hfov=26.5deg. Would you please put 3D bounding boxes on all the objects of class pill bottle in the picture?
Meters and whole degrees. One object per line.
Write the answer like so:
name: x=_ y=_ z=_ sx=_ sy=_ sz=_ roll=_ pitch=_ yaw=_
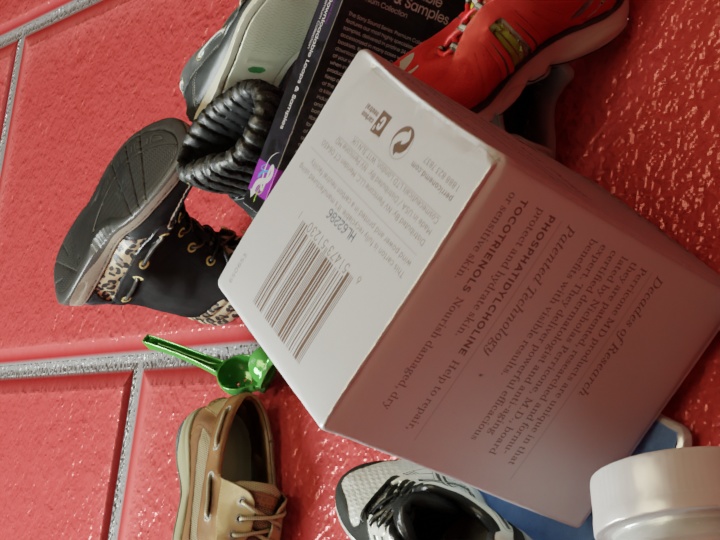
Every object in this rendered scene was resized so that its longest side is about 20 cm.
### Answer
pill bottle: x=0.167 y=0.194 z=0.743 sx=0.109 sy=0.109 sz=0.201 roll=-29 pitch=55 yaw=45

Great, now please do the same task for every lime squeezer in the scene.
lime squeezer: x=-0.088 y=0.063 z=1.179 sx=0.199 sy=0.038 sz=0.071 roll=-13 pitch=109 yaw=50

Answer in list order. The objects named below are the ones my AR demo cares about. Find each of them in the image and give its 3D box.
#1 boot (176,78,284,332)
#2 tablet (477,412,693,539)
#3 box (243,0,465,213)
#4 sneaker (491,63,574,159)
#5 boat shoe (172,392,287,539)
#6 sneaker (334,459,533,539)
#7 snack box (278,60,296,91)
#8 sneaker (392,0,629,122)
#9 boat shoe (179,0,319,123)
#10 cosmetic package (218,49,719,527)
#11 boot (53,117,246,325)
boot: x=-0.073 y=-0.042 z=1.114 sx=0.211 sy=0.157 sz=0.080 roll=-51 pitch=42 yaw=29
tablet: x=0.112 y=0.123 z=0.928 sx=0.200 sy=0.014 sz=0.131 roll=28 pitch=100 yaw=55
box: x=0.019 y=-0.116 z=1.033 sx=0.036 sy=0.142 sz=0.201 roll=35 pitch=105 yaw=54
sneaker: x=0.078 y=-0.059 z=0.995 sx=0.092 sy=0.075 sz=0.201 roll=18 pitch=94 yaw=49
boat shoe: x=-0.093 y=0.180 z=1.133 sx=0.074 sy=0.075 sz=0.201 roll=-37 pitch=50 yaw=36
sneaker: x=0.042 y=0.148 z=0.914 sx=0.076 sy=0.088 sz=0.200 roll=-53 pitch=37 yaw=-12
snack box: x=-0.005 y=-0.188 z=1.157 sx=0.200 sy=0.067 sz=0.170 roll=9 pitch=84 yaw=55
sneaker: x=0.077 y=-0.153 z=0.932 sx=0.200 sy=0.085 sz=0.077 roll=-35 pitch=47 yaw=-18
boat shoe: x=-0.073 y=-0.182 z=1.127 sx=0.200 sy=0.071 sz=0.068 roll=-50 pitch=47 yaw=33
cosmetic package: x=0.062 y=0.011 z=0.860 sx=0.167 sy=0.199 sz=0.167 roll=-57 pitch=37 yaw=10
boot: x=-0.136 y=-0.030 z=1.201 sx=0.200 sy=0.150 sz=0.073 roll=-49 pitch=42 yaw=32
